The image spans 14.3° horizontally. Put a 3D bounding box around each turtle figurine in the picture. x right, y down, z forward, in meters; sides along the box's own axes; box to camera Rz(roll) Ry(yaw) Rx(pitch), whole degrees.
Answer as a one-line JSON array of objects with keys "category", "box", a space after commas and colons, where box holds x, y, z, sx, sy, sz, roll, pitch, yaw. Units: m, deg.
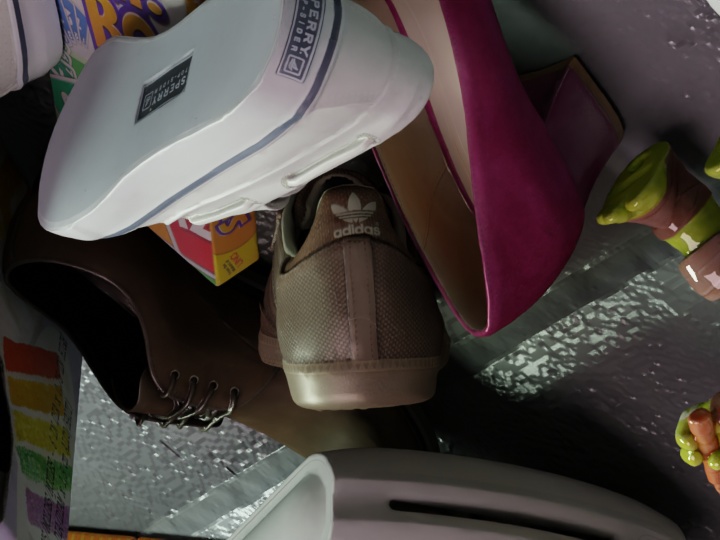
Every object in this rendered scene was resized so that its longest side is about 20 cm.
[{"category": "turtle figurine", "box": [0.163, 0.019, 0.949, 0.162, 0.064, 0.200, 53, 150, -14]}]

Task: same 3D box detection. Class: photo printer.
[{"category": "photo printer", "box": [0.026, 0.134, 1.148, 0.165, 0.070, 0.200, 12, 151, -18]}]

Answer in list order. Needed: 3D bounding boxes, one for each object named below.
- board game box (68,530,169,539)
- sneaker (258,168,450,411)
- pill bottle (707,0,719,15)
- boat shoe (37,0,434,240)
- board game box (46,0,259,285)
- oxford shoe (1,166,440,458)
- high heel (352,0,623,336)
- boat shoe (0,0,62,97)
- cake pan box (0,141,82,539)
[{"category": "board game box", "box": [-0.108, 0.264, 1.340, 0.199, 0.200, 0.200, 1, 135, 37]}, {"category": "sneaker", "box": [0.000, 0.000, 1.020, 0.070, 0.076, 0.200, -2, -174, -6]}, {"category": "pill bottle", "box": [0.152, -0.109, 0.754, 0.199, 0.120, 0.120, 21, 144, 18]}, {"category": "boat shoe", "box": [-0.045, -0.043, 0.936, 0.065, 0.074, 0.200, 21, 165, -24]}, {"category": "board game box", "box": [-0.079, -0.089, 1.017, 0.095, 0.030, 0.201, 40, 149, 30]}, {"category": "oxford shoe", "box": [-0.059, 0.040, 1.132, 0.199, 0.085, 0.073, 34, 141, -8]}, {"category": "high heel", "box": [0.003, -0.074, 0.934, 0.067, 0.096, 0.200, -14, 124, 47]}, {"category": "boat shoe", "box": [-0.167, -0.132, 0.990, 0.075, 0.086, 0.203, 37, 151, 36]}, {"category": "cake pan box", "box": [-0.166, 0.012, 1.088, 0.052, 0.201, 0.185, -19, 126, 14]}]
